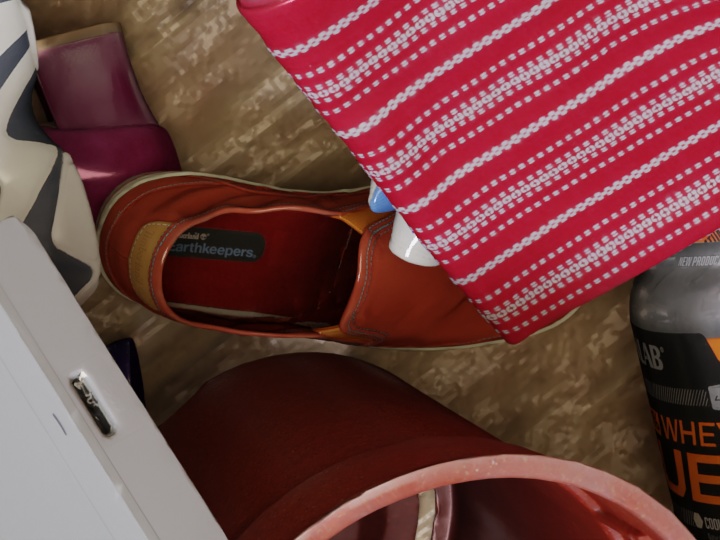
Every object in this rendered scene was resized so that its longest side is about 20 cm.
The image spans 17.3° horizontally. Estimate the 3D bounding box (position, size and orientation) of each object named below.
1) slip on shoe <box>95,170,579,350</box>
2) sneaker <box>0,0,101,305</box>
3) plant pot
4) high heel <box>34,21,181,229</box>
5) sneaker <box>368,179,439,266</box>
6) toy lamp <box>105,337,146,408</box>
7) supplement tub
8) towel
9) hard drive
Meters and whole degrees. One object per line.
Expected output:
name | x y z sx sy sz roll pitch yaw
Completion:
slip on shoe | 0.000 0.000 0.903 0.200 0.061 0.074 5 108 -21
sneaker | -0.183 -0.064 0.836 0.130 0.079 0.199 -16 86 -24
plant pot | 0.003 0.127 0.855 0.201 0.195 0.201 -6 108 -19
high heel | -0.169 -0.023 0.911 0.200 0.067 0.096 -17 89 -11
sneaker | 0.056 -0.068 0.813 0.081 0.200 0.147 28 81 13
toy lamp | -0.186 0.060 0.930 0.200 0.058 0.058 -7 100 -1
supplement tub | 0.173 0.055 0.899 0.122 0.123 0.200 -14 99 2
towel | 0.066 -0.062 0.769 0.145 0.022 0.200 -29 135 11
hard drive | -0.120 0.082 0.807 0.026 0.200 0.132 -27 79 -35
